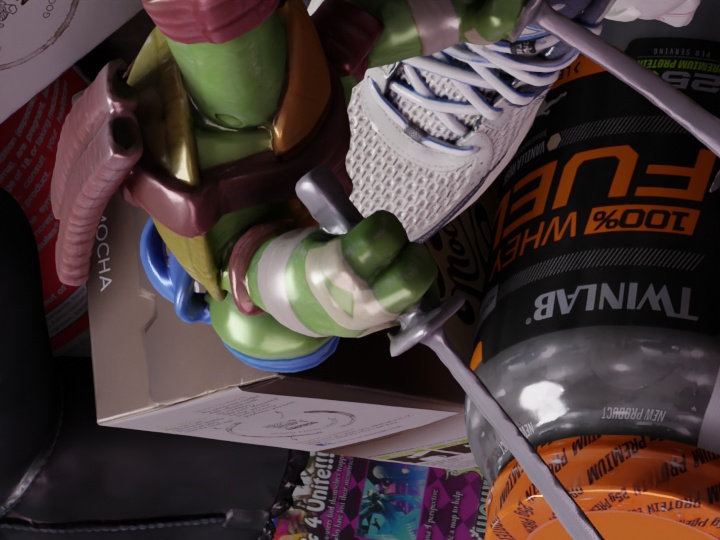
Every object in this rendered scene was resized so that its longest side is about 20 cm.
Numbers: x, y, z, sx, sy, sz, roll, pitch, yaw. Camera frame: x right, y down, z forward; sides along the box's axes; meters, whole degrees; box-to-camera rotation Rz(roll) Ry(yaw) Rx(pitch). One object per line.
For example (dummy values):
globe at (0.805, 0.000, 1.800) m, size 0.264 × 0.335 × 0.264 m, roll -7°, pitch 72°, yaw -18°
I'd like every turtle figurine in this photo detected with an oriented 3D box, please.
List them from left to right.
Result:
turtle figurine at (0.010, -0.053, 0.629) m, size 0.199 × 0.144 × 0.195 m, roll 21°, pitch 144°, yaw 37°

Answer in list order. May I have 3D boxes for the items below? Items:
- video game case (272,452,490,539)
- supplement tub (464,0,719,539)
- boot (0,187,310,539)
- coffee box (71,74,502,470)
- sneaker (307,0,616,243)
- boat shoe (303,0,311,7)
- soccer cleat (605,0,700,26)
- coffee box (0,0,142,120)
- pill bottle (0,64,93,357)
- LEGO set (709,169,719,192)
video game case at (0.050, 0.120, 1.071) m, size 0.180 × 0.201 × 0.036 m, roll 9°, pitch 150°, yaw 2°
supplement tub at (0.100, 0.007, 0.874) m, size 0.122 × 0.201 × 0.123 m, roll 8°, pitch 148°, yaw 5°
boot at (-0.093, 0.045, 0.932) m, size 0.161 × 0.074 × 0.199 m, roll 5°, pitch 139°, yaw -22°
coffee box at (0.000, 0.000, 0.913) m, size 0.079 × 0.114 × 0.199 m, roll -15°, pitch 164°, yaw 35°
sneaker at (0.035, -0.081, 0.747) m, size 0.077 × 0.085 × 0.201 m, roll 29°, pitch 113°, yaw -5°
boat shoe at (-0.081, -0.129, 0.857) m, size 0.199 × 0.073 × 0.071 m, roll 30°, pitch 166°, yaw -30°
soccer cleat at (0.060, -0.108, 0.820) m, size 0.198 × 0.070 × 0.087 m, roll -1°, pitch 130°, yaw 15°
coffee box at (-0.086, -0.128, 0.705) m, size 0.200 × 0.113 × 0.080 m, roll -39°, pitch 136°, yaw 4°
pill bottle at (-0.155, -0.050, 0.949) m, size 0.112 × 0.113 × 0.200 m, roll -8°, pitch 143°, yaw 28°
LEGO set at (0.160, -0.111, 0.725) m, size 0.154 × 0.200 × 0.116 m, roll 54°, pitch 171°, yaw -32°
